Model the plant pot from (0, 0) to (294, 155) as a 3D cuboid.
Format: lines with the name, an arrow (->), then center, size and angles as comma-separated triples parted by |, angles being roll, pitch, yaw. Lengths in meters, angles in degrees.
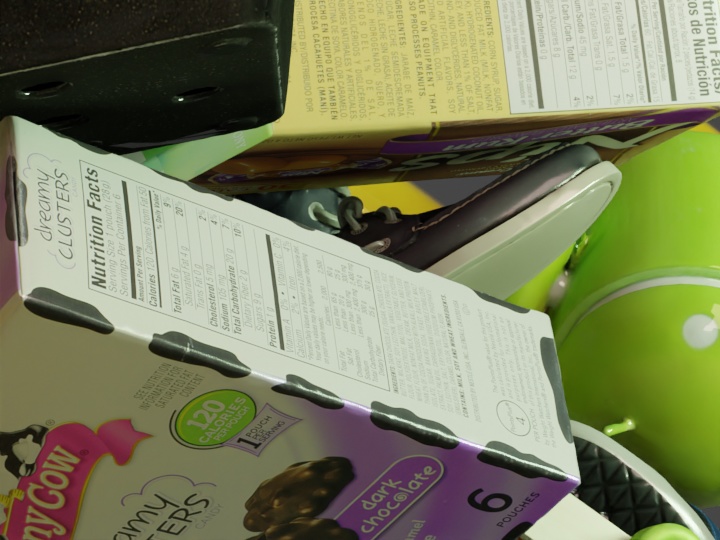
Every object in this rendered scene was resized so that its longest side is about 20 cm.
plant pot -> -0.103, -0.128, 0.817 | 0.200, 0.198, 0.179 | 97, -19, -81

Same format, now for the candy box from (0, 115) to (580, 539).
candy box -> -0.063, 0.058, 0.849 | 0.199, 0.168, 0.072 | 19, 43, -31

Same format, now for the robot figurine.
robot figurine -> 0.139, 0.020, 1.190 | 0.175, 0.116, 0.201 | 24, 38, -13

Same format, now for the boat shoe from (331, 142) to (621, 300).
boat shoe -> 0.000, 0.000, 1.005 | 0.063, 0.199, 0.073 | 58, 0, 17

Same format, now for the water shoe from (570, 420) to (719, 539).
water shoe -> 0.131, 0.137, 1.115 | 0.200, 0.071, 0.079 | 46, 11, -4

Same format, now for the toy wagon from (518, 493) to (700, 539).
toy wagon -> 0.065, 0.112, 0.987 | 0.200, 0.155, 0.040 | 37, 67, -12

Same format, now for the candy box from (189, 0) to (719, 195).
candy box -> 0.024, -0.068, 1.011 | 0.198, 0.117, 0.057 | -3, 82, -18

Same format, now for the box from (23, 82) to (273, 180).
box -> -0.147, -0.063, 0.910 | 0.145, 0.199, 0.036 | 61, -4, 16

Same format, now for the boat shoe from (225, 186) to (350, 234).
boat shoe -> -0.025, -0.036, 1.079 | 0.200, 0.093, 0.075 | 45, 3, 2
